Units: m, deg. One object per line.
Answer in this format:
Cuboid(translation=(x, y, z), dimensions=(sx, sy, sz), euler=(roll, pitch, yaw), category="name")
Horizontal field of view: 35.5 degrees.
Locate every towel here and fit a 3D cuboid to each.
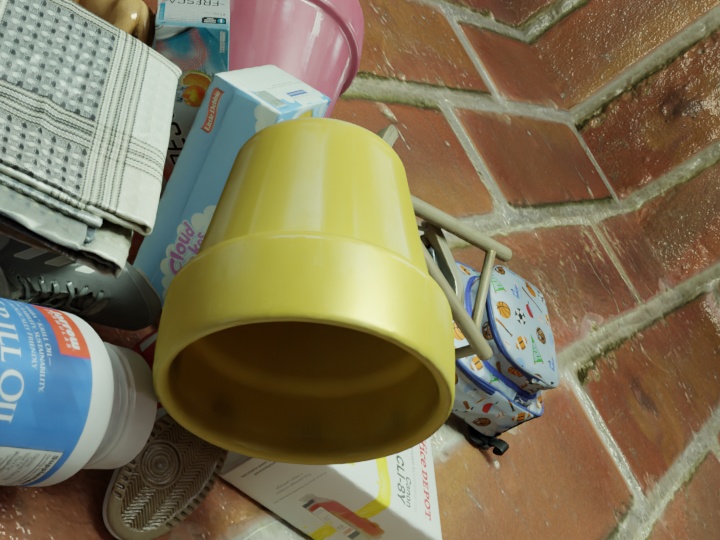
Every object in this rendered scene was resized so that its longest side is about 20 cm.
Cuboid(translation=(-0.211, -0.112, 0.732), dimensions=(0.191, 0.034, 0.202), euler=(29, 46, -28), category="towel")

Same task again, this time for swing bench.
Cuboid(translation=(0.000, 0.000, 1.051), dimensions=(0.200, 0.198, 0.131), euler=(41, 47, -29), category="swing bench")

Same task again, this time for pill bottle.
Cuboid(translation=(-0.222, 0.073, 0.683), dimensions=(0.199, 0.112, 0.113), euler=(18, 44, -54), category="pill bottle")

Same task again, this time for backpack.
Cuboid(translation=(0.131, 0.083, 1.303), dimensions=(0.189, 0.154, 0.202), euler=(23, 42, -34), category="backpack")

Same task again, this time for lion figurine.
Cuboid(translation=(-0.222, -0.217, 0.981), dimensions=(0.199, 0.124, 0.072), euler=(32, 13, 32), category="lion figurine")

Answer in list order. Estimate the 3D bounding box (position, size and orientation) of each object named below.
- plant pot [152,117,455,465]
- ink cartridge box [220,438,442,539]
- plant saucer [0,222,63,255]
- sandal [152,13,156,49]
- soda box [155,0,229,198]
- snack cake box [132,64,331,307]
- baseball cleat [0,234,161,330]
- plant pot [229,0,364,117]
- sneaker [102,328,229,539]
Cuboid(translation=(-0.032, 0.006, 0.779), dimensions=(0.200, 0.199, 0.191), euler=(36, 44, -38), category="plant pot")
Cuboid(translation=(-0.023, 0.155, 0.990), dimensions=(0.200, 0.083, 0.146), euler=(41, 28, -31), category="ink cartridge box")
Cuboid(translation=(-0.259, -0.082, 0.778), dimensions=(0.199, 0.036, 0.200), euler=(35, 8, -5), category="plant saucer")
Cuboid(translation=(-0.205, -0.201, 1.094), dimensions=(0.201, 0.042, 0.077), euler=(-87, 170, -54), category="sandal")
Cuboid(translation=(-0.149, -0.146, 1.001), dimensions=(0.063, 0.202, 0.069), euler=(1, 42, -7), category="soda box")
Cuboid(translation=(-0.111, -0.067, 0.950), dimensions=(0.067, 0.201, 0.115), euler=(31, 22, 9), category="snack cake box")
Cuboid(translation=(-0.235, 0.011, 0.806), dimensions=(0.199, 0.070, 0.107), euler=(32, 39, -25), category="baseball cleat")
Cuboid(translation=(-0.100, -0.202, 1.178), dimensions=(0.199, 0.199, 0.181), euler=(36, 47, -38), category="plant pot")
Cuboid(translation=(-0.147, 0.113, 0.848), dimensions=(0.071, 0.112, 0.201), euler=(46, 56, -26), category="sneaker")
